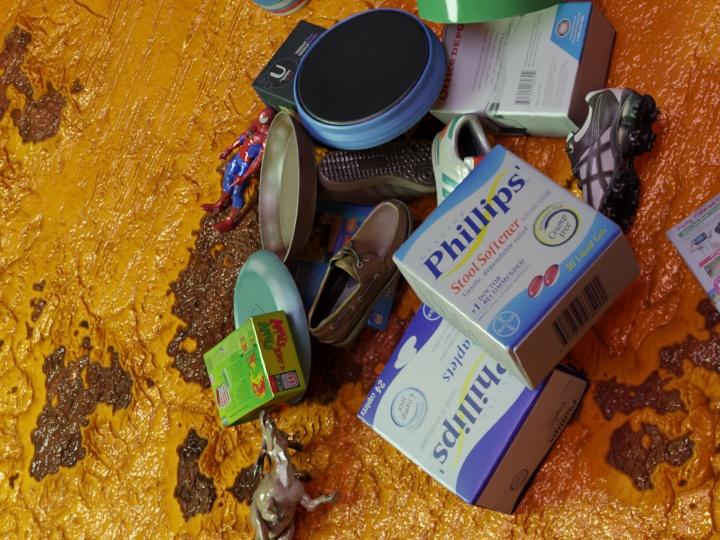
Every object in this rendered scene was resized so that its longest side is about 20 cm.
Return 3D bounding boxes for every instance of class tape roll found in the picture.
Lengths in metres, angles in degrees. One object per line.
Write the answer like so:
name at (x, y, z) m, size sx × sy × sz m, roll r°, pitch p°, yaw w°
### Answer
tape roll at (0.166, -0.354, 1.705) m, size 0.199 × 0.200 × 0.049 m, roll 6°, pitch 117°, yaw 35°

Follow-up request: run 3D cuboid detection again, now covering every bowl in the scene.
bowl at (0.008, -0.243, 1.722) m, size 0.199 × 0.039 × 0.202 m, roll -13°, pitch 54°, yaw 19°

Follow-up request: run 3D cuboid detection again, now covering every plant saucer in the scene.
plant saucer at (-0.091, -0.101, 1.776) m, size 0.200 × 0.034 × 0.203 m, roll -177°, pitch 90°, yaw -71°
plant saucer at (-0.119, 0.075, 1.779) m, size 0.200 × 0.027 × 0.202 m, roll 32°, pitch 127°, yaw 56°

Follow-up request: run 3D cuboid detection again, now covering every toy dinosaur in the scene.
toy dinosaur at (-0.109, 0.287, 1.747) m, size 0.136 × 0.085 × 0.201 m, roll 47°, pitch 119°, yaw 46°

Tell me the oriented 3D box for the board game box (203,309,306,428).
board game box at (-0.136, 0.127, 1.751) m, size 0.200 × 0.047 × 0.103 m, roll -37°, pitch 68°, yaw 61°

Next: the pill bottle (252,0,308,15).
pill bottle at (-0.153, -0.447, 1.940) m, size 0.111 × 0.199 × 0.114 m, roll -11°, pitch 69°, yaw 30°

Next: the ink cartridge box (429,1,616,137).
ink cartridge box at (0.198, -0.247, 1.707) m, size 0.198 × 0.086 × 0.148 m, roll 6°, pitch 78°, yaw 37°

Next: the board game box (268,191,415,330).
board game box at (-0.037, -0.014, 1.815) m, size 0.198 × 0.045 × 0.154 m, roll 11°, pitch 81°, yaw 35°

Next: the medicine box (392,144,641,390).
medicine box at (0.171, -0.006, 1.530) m, size 0.182 × 0.103 × 0.200 m, roll -46°, pitch 53°, yaw -6°

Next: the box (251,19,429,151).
box at (-0.024, -0.230, 1.825) m, size 0.199 × 0.106 × 0.123 m, roll 27°, pitch 74°, yaw 37°

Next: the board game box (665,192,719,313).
board game box at (0.441, -0.001, 1.475) m, size 0.147 × 0.064 × 0.201 m, roll -38°, pitch 59°, yaw 17°

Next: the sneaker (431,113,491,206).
sneaker at (0.135, -0.094, 1.675) m, size 0.070 × 0.093 × 0.202 m, roll -5°, pitch 73°, yaw -15°

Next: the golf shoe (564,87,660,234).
golf shoe at (0.278, -0.113, 1.609) m, size 0.094 × 0.077 × 0.202 m, roll 18°, pitch 92°, yaw 37°

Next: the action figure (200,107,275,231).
action figure at (-0.163, -0.143, 1.897) m, size 0.201 × 0.051 × 0.066 m, roll -57°, pitch 45°, yaw 32°

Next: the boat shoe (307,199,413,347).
boat shoe at (0.000, 0.000, 1.716) m, size 0.072 × 0.068 × 0.202 m, roll 24°, pitch 88°, yaw 34°

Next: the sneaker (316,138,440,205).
sneaker at (0.039, -0.120, 1.759) m, size 0.198 × 0.076 × 0.071 m, roll 1°, pitch 68°, yaw -8°

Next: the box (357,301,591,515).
box at (0.129, 0.150, 1.611) m, size 0.199 × 0.105 × 0.185 m, roll 34°, pitch 95°, yaw 36°
